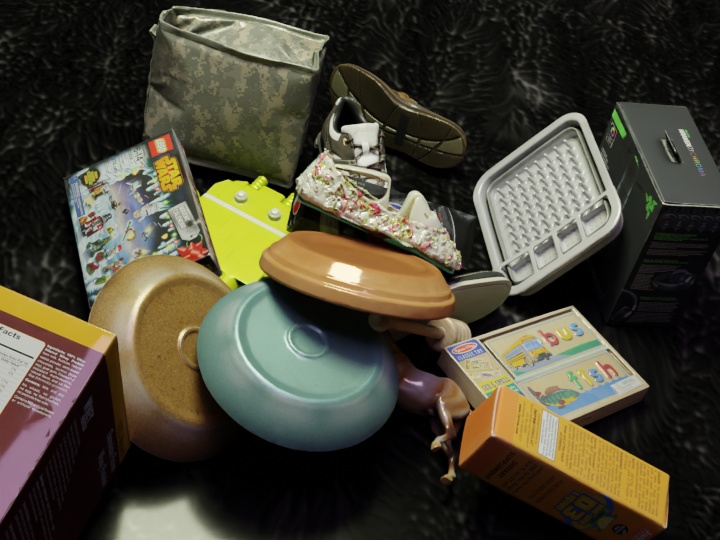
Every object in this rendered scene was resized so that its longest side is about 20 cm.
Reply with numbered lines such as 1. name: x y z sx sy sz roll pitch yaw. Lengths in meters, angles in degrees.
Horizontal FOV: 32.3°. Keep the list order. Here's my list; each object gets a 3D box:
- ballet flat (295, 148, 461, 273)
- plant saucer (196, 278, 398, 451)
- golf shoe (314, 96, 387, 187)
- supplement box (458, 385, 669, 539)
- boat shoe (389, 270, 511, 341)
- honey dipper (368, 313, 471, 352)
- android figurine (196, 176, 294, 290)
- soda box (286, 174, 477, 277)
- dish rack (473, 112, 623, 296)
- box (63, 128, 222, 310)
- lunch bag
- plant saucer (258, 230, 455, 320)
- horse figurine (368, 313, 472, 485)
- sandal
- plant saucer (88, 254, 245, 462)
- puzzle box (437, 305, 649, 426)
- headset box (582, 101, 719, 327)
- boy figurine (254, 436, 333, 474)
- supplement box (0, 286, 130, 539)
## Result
1. ballet flat: 0.028 -0.063 1.289 0.198 0.064 0.076 25 9 -14
2. plant saucer: -0.052 0.075 1.163 0.198 0.036 0.202 13 46 -13
3. golf shoe: -0.002 -0.119 1.456 0.077 0.095 0.201 -10 50 -24
4. supplement box: 0.194 0.190 1.174 0.198 0.067 0.069 27 43 -12
5. boat shoe: 0.071 0.026 1.343 0.198 0.072 0.068 -11 50 -20
6. honey dipper: 0.059 0.060 1.248 0.038 0.038 0.199 40 12 25
7. android figurine: -0.139 -0.036 1.376 0.181 0.041 0.200 28 47 15
8. soda box: 0.024 -0.051 1.367 0.198 0.071 0.064 16 75 -16
9. dish rack: 0.220 -0.071 1.438 0.043 0.171 0.201 33 32 -37
10. box: -0.235 -0.049 1.324 0.136 0.040 0.201 -24 50 1
11. lunch bag: -0.152 -0.208 1.447 0.197 0.165 0.118 14 34 -2
12. plant saucer: 0.000 0.000 1.220 0.198 0.038 0.200 14 11 -3
13. horse figurine: 0.057 0.129 1.229 0.199 0.050 0.133 32 33 -4
14. sandal: 0.049 -0.194 1.558 0.198 0.082 0.055 26 28 14
15. plant saucer: -0.163 0.077 1.175 0.199 0.035 0.203 18 62 -38
16. puzzle box: 0.193 0.109 1.307 0.198 0.026 0.133 -15 51 -36
17. headset box: 0.327 -0.068 1.410 0.092 0.201 0.175 2 45 -13
18. boy figurine: -0.044 0.103 1.233 0.124 0.064 0.201 35 44 -20
19. supplement box: -0.295 0.154 1.007 0.131 0.198 0.201 21 56 8
